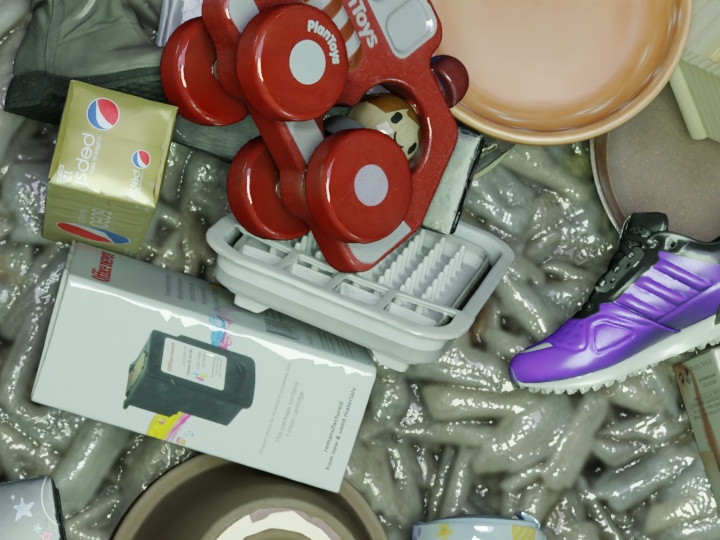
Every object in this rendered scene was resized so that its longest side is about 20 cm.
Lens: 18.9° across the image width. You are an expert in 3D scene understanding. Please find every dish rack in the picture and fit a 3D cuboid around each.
[{"bbox_3d":[0.000,0.000,1.377,0.170,0.200,0.044,21,114,10],"label":"dish rack"}]

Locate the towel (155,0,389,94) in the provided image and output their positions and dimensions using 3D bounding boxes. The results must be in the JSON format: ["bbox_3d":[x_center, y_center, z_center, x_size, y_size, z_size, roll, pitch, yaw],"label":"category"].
[{"bbox_3d":[-0.039,-0.184,1.454,0.189,0.032,0.202,8,82,3],"label":"towel"}]

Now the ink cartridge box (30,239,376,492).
[{"bbox_3d":[-0.100,0.057,1.360,0.198,0.146,0.084,17,98,-7],"label":"ink cartridge box"}]

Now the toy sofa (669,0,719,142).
[{"bbox_3d":[0.288,-0.180,1.476,0.200,0.097,0.083,-45,135,-14],"label":"toy sofa"}]

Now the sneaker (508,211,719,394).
[{"bbox_3d":[0.185,0.014,1.445,0.198,0.070,0.100,-20,93,2],"label":"sneaker"}]

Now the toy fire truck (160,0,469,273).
[{"bbox_3d":[-0.009,-0.111,1.293,0.168,0.112,0.201,-40,113,-27],"label":"toy fire truck"}]

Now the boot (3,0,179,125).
[{"bbox_3d":[-0.160,-0.166,1.377,0.067,0.199,0.132,14,81,-43],"label":"boot"}]

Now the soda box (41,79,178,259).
[{"bbox_3d":[-0.158,-0.059,1.346,0.067,0.200,0.065,13,80,-7],"label":"soda box"}]

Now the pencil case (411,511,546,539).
[{"bbox_3d":[0.077,0.256,1.396,0.090,0.083,0.202,-2,80,7],"label":"pencil case"}]

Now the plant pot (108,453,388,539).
[{"bbox_3d":[-0.059,0.202,1.336,0.198,0.175,0.202,2,80,-11],"label":"plant pot"}]

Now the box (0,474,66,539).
[{"bbox_3d":[-0.227,0.236,1.321,0.114,0.132,0.202,-8,82,-8],"label":"box"}]

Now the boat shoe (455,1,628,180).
[{"bbox_3d":[0.098,-0.123,1.459,0.200,0.066,0.072,-32,75,-4],"label":"boat shoe"}]

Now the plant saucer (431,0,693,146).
[{"bbox_3d":[0.117,-0.176,1.417,0.198,0.037,0.202,0,79,-1],"label":"plant saucer"}]

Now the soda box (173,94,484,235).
[{"bbox_3d":[-0.023,-0.085,1.393,0.198,0.063,0.071,19,93,5],"label":"soda box"}]

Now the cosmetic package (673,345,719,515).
[{"bbox_3d":[0.295,0.140,1.453,0.102,0.087,0.202,-14,82,-13],"label":"cosmetic package"}]

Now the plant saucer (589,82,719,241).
[{"bbox_3d":[0.252,-0.080,1.510,0.198,0.034,0.202,1,81,-10],"label":"plant saucer"}]
